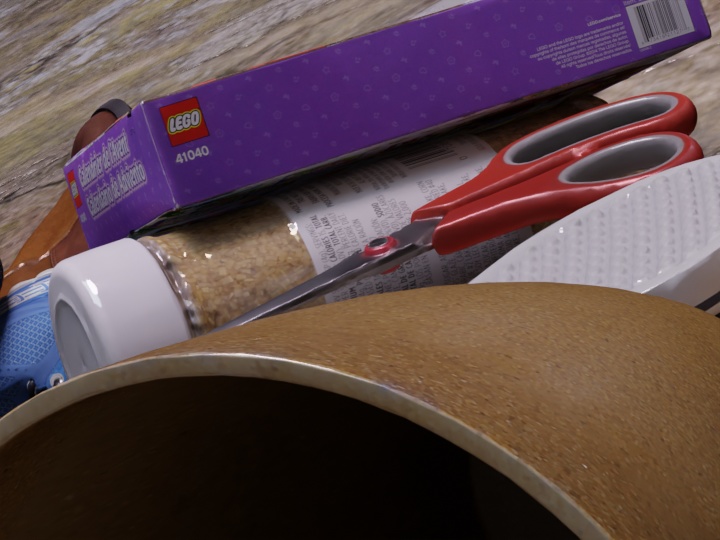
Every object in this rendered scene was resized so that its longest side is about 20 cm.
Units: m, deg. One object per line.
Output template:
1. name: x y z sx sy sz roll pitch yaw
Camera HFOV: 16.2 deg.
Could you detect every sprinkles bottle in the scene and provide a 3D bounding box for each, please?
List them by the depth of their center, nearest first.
1. sprinkles bottle: 0.000 0.000 0.833 0.199 0.069 0.068 -19 15 -20

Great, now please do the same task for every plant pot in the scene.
1. plant pot: 0.027 0.077 0.537 0.186 0.187 0.200 -18 8 29

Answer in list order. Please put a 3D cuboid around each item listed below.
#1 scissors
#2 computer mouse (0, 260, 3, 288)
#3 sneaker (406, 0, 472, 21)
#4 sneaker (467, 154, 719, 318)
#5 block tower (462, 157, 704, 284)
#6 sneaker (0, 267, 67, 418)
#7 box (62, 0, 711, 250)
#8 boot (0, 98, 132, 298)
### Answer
1. scissors: 0.017 -0.011 0.792 0.199 0.014 0.073 -21 24 -1
2. computer mouse: -0.187 0.070 0.902 0.201 0.046 0.140 -60 22 -7
3. sneaker: 0.024 -0.068 1.076 0.199 0.075 0.082 -30 3 -23
4. sneaker: 0.055 0.043 0.701 0.199 0.080 0.078 -33 21 -17
5. block tower: 0.035 0.039 0.776 0.199 0.058 0.054 -30 18 -1
6. sneaker: -0.079 0.037 0.911 0.199 0.079 0.089 -22 17 18
7. box: 0.005 -0.058 0.882 0.199 0.039 0.137 -18 -1 -19
8. boot: -0.158 0.016 1.143 0.200 0.069 0.188 -39 27 -7
